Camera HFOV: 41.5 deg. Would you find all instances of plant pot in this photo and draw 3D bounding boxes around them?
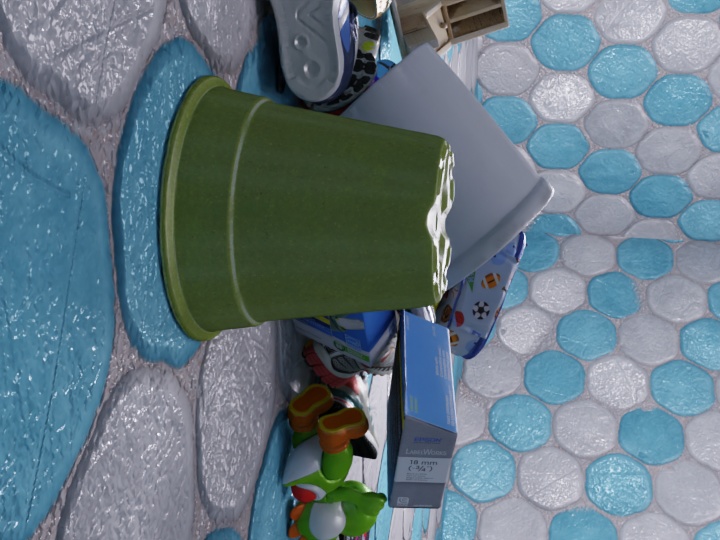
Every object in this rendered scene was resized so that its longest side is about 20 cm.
[{"bbox_3d":[-0.027,-0.040,0.718,0.200,0.186,0.204,4,90,-79],"label":"plant pot"}]

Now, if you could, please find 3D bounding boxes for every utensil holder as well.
[{"bbox_3d":[0.074,-0.106,0.985,0.201,0.169,0.170,50,17,-3],"label":"utensil holder"}]

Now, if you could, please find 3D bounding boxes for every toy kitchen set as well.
[{"bbox_3d":[0.132,-0.387,1.391,0.201,0.177,0.165,-101,173,-57],"label":"toy kitchen set"}]

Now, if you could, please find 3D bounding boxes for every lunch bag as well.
[{"bbox_3d":[0.151,0.013,1.306,0.203,0.075,0.160,-65,-169,1],"label":"lunch bag"}]

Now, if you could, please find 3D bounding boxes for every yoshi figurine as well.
[{"bbox_3d":[-0.024,0.226,1.049,0.113,0.110,0.203,-80,172,-61],"label":"yoshi figurine"}]

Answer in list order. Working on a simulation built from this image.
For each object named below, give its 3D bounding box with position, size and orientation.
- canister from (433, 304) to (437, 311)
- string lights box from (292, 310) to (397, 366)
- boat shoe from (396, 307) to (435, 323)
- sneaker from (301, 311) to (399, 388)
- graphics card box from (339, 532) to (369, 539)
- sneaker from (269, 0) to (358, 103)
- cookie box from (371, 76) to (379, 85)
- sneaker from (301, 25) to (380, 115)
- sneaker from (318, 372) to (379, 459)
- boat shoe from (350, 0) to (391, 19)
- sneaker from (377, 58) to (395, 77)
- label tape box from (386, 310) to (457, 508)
[{"bbox_3d":[0.065,0.002,1.339,0.200,0.085,0.151,-109,-141,-82],"label":"canister"},{"bbox_3d":[-0.026,-0.003,0.936,0.059,0.101,0.202,-51,150,-31],"label":"string lights box"},{"bbox_3d":[0.058,-0.019,1.109,0.074,0.066,0.203,94,-22,-63],"label":"boat shoe"},{"bbox_3d":[0.018,0.077,1.101,0.082,0.078,0.199,-44,168,27],"label":"sneaker"},{"bbox_3d":[-0.026,0.353,1.213,0.200,0.050,0.128,59,36,-70],"label":"graphics card box"},{"bbox_3d":[-0.043,-0.259,0.887,0.147,0.079,0.204,-77,165,-75],"label":"sneaker"},{"bbox_3d":[0.073,-0.134,1.180,0.075,0.199,0.171,-48,165,-2],"label":"cookie box"},{"bbox_3d":[-0.016,-0.202,1.040,0.201,0.076,0.086,-67,167,-54],"label":"sneaker"},{"bbox_3d":[-0.009,0.166,1.186,0.201,0.069,0.095,69,31,-58],"label":"sneaker"},{"bbox_3d":[-0.016,-0.337,1.043,0.077,0.071,0.201,-67,155,-20],"label":"boat shoe"},{"bbox_3d":[0.046,-0.214,1.393,0.073,0.081,0.202,-46,128,-30],"label":"sneaker"},{"bbox_3d":[0.066,0.137,1.018,0.146,0.062,0.202,-90,-176,-46],"label":"label tape box"}]
